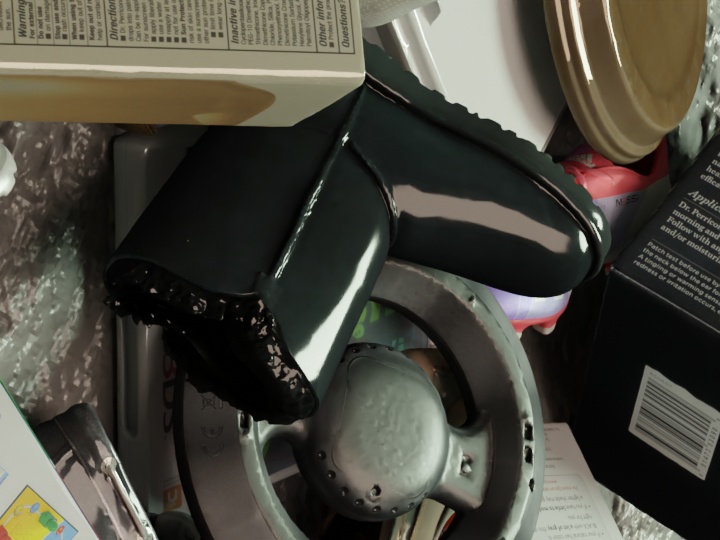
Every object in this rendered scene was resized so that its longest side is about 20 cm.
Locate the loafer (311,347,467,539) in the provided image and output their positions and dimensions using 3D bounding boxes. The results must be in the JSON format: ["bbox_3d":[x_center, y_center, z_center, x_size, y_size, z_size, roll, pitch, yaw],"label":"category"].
[{"bbox_3d":[0.002,0.127,1.257,0.063,0.072,0.201,20,97,-42],"label":"loafer"}]

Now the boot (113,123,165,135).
[{"bbox_3d":[-0.070,-0.152,1.088,0.201,0.074,0.097,-61,159,-18],"label":"boot"}]

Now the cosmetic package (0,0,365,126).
[{"bbox_3d":[-0.104,-0.110,0.958,0.199,0.071,0.106,1,78,-26],"label":"cosmetic package"}]

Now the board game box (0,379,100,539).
[{"bbox_3d":[-0.167,0.135,1.002,0.153,0.040,0.201,-37,101,-37],"label":"board game box"}]

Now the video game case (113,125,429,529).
[{"bbox_3d":[-0.035,0.008,1.208,0.199,0.023,0.183,-20,118,-47],"label":"video game case"}]

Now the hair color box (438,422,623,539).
[{"bbox_3d":[0.094,0.177,1.303,0.064,0.201,0.111,-39,155,30],"label":"hair color box"}]

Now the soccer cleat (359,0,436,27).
[{"bbox_3d":[0.026,-0.189,1.121,0.070,0.086,0.201,46,43,-47],"label":"soccer cleat"}]

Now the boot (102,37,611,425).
[{"bbox_3d":[0.000,0.000,1.117,0.200,0.076,0.169,35,57,-17],"label":"boot"}]

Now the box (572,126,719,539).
[{"bbox_3d":[0.218,0.017,1.395,0.197,0.124,0.200,-48,161,-28],"label":"box"}]

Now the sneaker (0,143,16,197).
[{"bbox_3d":[-0.216,-0.013,0.952,0.200,0.074,0.082,-48,121,-38],"label":"sneaker"}]

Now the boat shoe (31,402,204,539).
[{"bbox_3d":[-0.093,0.135,1.136,0.068,0.072,0.201,-36,126,-10],"label":"boat shoe"}]

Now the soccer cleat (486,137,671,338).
[{"bbox_3d":[0.097,-0.023,1.322,0.200,0.066,0.077,-23,125,-53],"label":"soccer cleat"}]

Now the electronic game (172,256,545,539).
[{"bbox_3d":[0.003,0.072,1.176,0.199,0.042,0.202,9,75,-34],"label":"electronic game"}]

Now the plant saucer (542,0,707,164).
[{"bbox_3d":[0.134,-0.154,1.304,0.200,0.029,0.202,-3,90,-66],"label":"plant saucer"}]

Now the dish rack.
[{"bbox_3d":[0.057,-0.122,1.235,0.172,0.043,0.201,-60,141,-35],"label":"dish rack"}]
